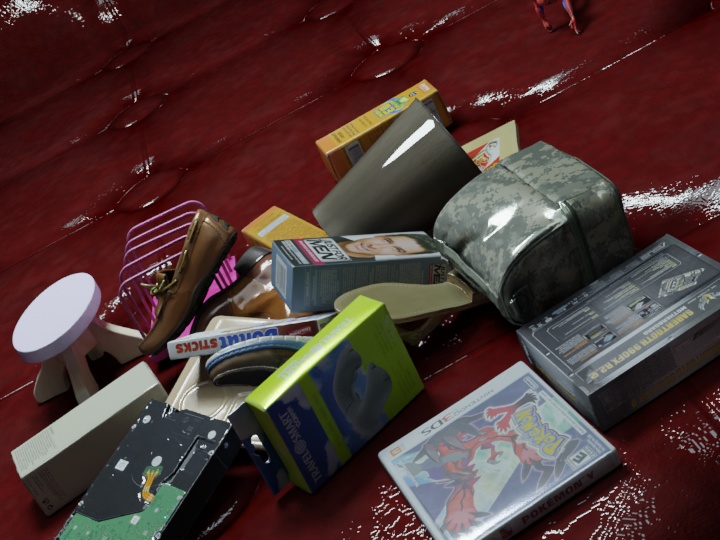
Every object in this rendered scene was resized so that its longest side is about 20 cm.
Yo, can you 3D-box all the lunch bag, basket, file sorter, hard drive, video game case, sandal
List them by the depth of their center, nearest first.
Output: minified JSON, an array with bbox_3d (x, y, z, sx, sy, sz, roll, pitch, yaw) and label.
[{"bbox_3d":[0.126,0.179,1.173,0.181,0.023,0.200,-32,27,-6],"label":"video game case"},{"bbox_3d":[-0.230,0.242,1.332,0.138,0.038,0.201,9,54,38],"label":"hard drive"},{"bbox_3d":[0.185,-0.034,1.347,0.166,0.141,0.200,-25,31,-9],"label":"lunch bag"},{"bbox_3d":[0.071,0.054,1.406,0.209,0.071,0.078,-13,34,-21],"label":"sandal"},{"bbox_3d":[0.046,-0.100,1.581,0.200,0.136,0.181,-42,30,5],"label":"basket"},{"bbox_3d":[-0.255,0.006,1.704,0.137,0.127,0.201,-26,23,3],"label":"file sorter"}]

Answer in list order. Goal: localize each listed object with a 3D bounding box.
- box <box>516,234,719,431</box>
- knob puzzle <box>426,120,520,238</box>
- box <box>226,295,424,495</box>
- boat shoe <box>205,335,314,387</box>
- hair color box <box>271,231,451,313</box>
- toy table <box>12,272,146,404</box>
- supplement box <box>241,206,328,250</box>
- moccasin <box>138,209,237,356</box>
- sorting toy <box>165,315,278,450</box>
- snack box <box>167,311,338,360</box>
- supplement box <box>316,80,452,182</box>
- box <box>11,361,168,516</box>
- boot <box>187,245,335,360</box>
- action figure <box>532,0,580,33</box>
[{"bbox_3d":[0.275,0.056,1.217,0.198,0.049,0.158,-32,28,-7],"label":"box"},{"bbox_3d":[0.139,-0.096,1.624,0.218,0.031,0.221,-29,32,20],"label":"knob puzzle"},{"bbox_3d":[-0.033,0.136,1.287,0.200,0.123,0.047,-41,31,-23],"label":"box"},{"bbox_3d":[-0.069,0.115,1.342,0.196,0.072,0.074,-4,66,-13],"label":"boat shoe"},{"bbox_3d":[0.000,0.000,1.463,0.197,0.062,0.099,-4,21,-19],"label":"hair color box"},{"bbox_3d":[-0.397,0.101,1.697,0.181,0.118,0.201,-20,27,16],"label":"toy table"},{"bbox_3d":[-0.090,-0.027,1.686,0.068,0.067,0.199,-36,27,-17],"label":"supplement box"},{"bbox_3d":[-0.234,0.018,1.569,0.203,0.077,0.074,-60,0,17],"label":"moccasin"},{"bbox_3d":[-0.135,0.133,1.447,0.197,0.037,0.187,-1,45,31],"label":"sorting toy"},{"bbox_3d":[-0.122,0.075,1.424,0.197,0.025,0.072,-10,2,22],"label":"snack box"},{"bbox_3d":[0.036,-0.210,1.866,0.198,0.069,0.067,-29,29,-6],"label":"supplement box"},{"bbox_3d":[-0.323,0.204,1.503,0.199,0.069,0.082,-34,28,-11],"label":"box"},{"bbox_3d":[-0.108,0.078,1.542,0.199,0.069,0.189,26,70,39],"label":"boot"},{"bbox_3d":[0.330,-0.431,2.004,0.064,0.101,0.199,-15,7,29],"label":"action figure"}]
